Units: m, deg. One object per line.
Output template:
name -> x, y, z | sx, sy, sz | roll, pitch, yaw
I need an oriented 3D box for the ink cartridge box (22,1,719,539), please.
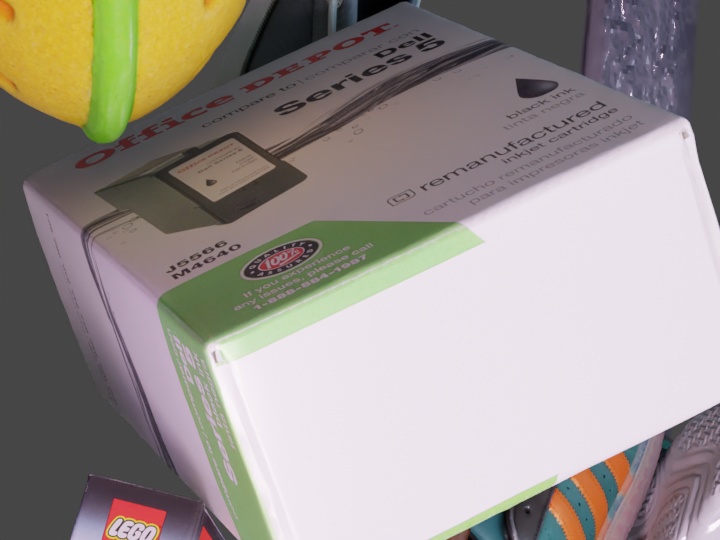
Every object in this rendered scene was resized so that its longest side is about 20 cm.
ink cartridge box -> 0.000, 0.000, 0.779 | 0.145, 0.200, 0.084 | -25, 112, -14

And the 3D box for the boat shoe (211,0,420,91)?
boat shoe -> 0.011, -0.115, 0.933 | 0.073, 0.062, 0.201 | 45, 58, -46

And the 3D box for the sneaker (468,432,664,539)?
sneaker -> 0.061, 0.081, 1.012 | 0.080, 0.071, 0.201 | 32, 68, -53

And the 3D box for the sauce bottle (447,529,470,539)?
sauce bottle -> 0.014, 0.071, 0.953 | 0.066, 0.066, 0.201 | 40, 61, -47

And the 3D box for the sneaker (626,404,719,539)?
sneaker -> 0.151, 0.137, 1.038 | 0.076, 0.113, 0.201 | -77, -169, -53

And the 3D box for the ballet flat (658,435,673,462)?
ballet flat -> 0.137, 0.153, 1.124 | 0.073, 0.073, 0.201 | -42, 125, -43

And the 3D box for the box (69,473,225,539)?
box -> -0.064, 0.138, 0.802 | 0.200, 0.035, 0.111 | 76, 28, -72

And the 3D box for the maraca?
maraca -> -0.080, -0.136, 0.757 | 0.106, 0.137, 0.201 | -7, 111, -14
